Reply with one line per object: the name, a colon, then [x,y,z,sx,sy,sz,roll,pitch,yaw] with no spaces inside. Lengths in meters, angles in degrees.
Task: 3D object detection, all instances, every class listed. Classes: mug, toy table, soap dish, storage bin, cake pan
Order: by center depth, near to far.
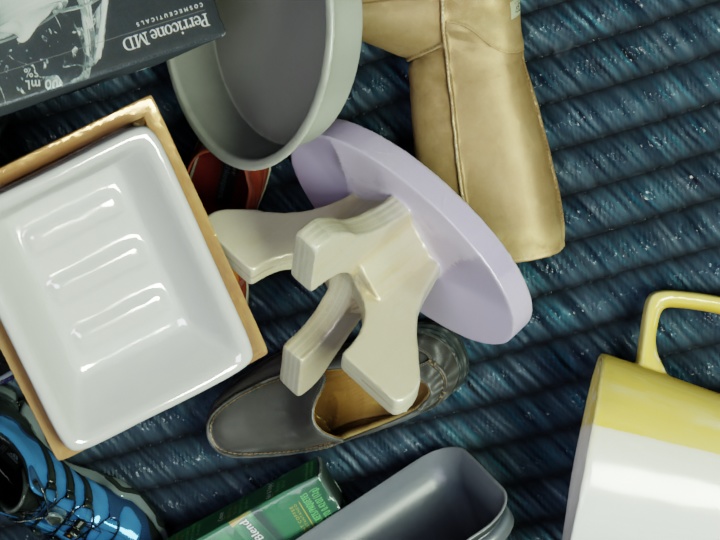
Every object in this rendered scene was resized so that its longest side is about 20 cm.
soap dish: [-0.170,0.001,1.599,0.157,0.081,0.201,-27,115,-8]
cake pan: [-0.064,-0.167,1.608,0.200,0.037,0.202,11,104,52]
toy table: [0.000,0.000,1.616,0.200,0.117,0.184,35,150,29]
mug: [0.220,0.127,1.618,0.152,0.150,0.188,11,115,4]
storage bin: [0.034,0.242,1.675,0.199,0.146,0.135,-34,116,-7]

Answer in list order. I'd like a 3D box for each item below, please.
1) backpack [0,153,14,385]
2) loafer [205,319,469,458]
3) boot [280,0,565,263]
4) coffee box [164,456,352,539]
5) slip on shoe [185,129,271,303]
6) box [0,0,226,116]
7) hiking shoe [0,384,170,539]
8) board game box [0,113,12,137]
backpack: [-0.315,0.013,1.721,0.199,0.151,0.178,-24,93,10]
loafer: [-0.025,0.088,1.707,0.199,0.072,0.073,-22,100,21]
boot: [0.040,-0.103,1.638,0.174,0.066,0.201,0,110,23]
coffee box: [-0.085,0.233,1.752,0.199,0.044,0.123,-28,105,7]
slip on shoe: [-0.109,-0.010,1.708,0.074,0.061,0.201,19,111,8]
box: [-0.223,-0.207,1.583,0.124,0.199,0.198,-11,100,59]
hiking shoe: [-0.225,0.170,1.779,0.200,0.087,0.075,39,112,2]
board game box: [-0.293,-0.135,1.664,0.134,0.201,0.028,16,151,10]
